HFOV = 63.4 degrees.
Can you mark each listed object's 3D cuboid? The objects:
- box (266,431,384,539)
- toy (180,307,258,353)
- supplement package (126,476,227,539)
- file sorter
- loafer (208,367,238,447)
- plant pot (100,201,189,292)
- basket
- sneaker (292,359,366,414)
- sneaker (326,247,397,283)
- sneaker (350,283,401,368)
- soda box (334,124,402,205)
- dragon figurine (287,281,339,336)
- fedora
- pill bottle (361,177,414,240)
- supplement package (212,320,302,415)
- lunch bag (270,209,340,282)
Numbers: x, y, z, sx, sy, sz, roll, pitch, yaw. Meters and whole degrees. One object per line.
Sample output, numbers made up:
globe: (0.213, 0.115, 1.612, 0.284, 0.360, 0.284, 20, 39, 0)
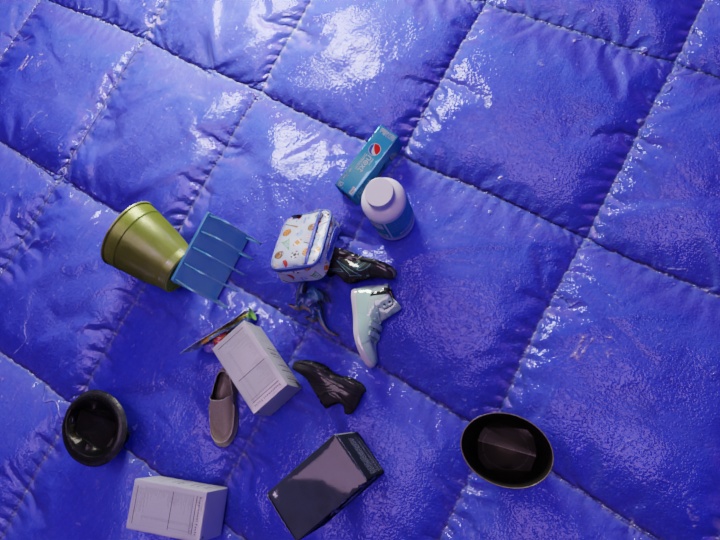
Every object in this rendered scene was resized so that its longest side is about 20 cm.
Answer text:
box: (-0.071, 0.470, 1.294, 0.199, 0.197, 0.124, -41, 70, 2)
toy: (-0.351, 0.169, 1.494, 0.199, 0.115, 0.048, -36, 83, 4)
supplement package: (-0.438, 0.571, 1.403, 0.196, 0.110, 0.116, 4, 76, 16)
file sorter: (-0.365, -0.023, 1.508, 0.122, 0.138, 0.203, 18, 79, 50)
loafer: (-0.350, 0.339, 1.469, 0.074, 0.068, 0.204, -4, 75, 14)
plant pot: (-0.553, -0.047, 1.571, 0.191, 0.200, 0.202, 34, 86, 8)
basket: (0.303, 0.372, 1.218, 0.177, 0.200, 0.139, 10, 78, 16)
sneaker: (-0.087, 0.281, 1.416, 0.197, 0.076, 0.092, 23, 90, 22)
sneaker: (0.000, 0.000, 1.471, 0.197, 0.075, 0.081, 16, 90, 27)
sneaker: (0.045, 0.128, 1.413, 0.116, 0.074, 0.204, -14, 70, 17)
soda box: (0.023, -0.275, 1.529, 0.064, 0.068, 0.201, 37, 87, 19)
dragon figurine: (-0.115, 0.076, 1.480, 0.199, 0.059, 0.100, 36, 87, 21)
fedora: (-0.674, 0.410, 1.524, 0.197, 0.092, 0.205, -4, 75, 14)
pill bottle: (0.065, -0.154, 1.416, 0.109, 0.200, 0.113, -3, 75, 13)
supplement package: (-0.256, 0.244, 1.447, 0.113, 0.110, 0.201, -39, 70, 2)
lunch bag: (-0.134, -0.067, 1.476, 0.158, 0.076, 0.203, -8, 50, 26)
